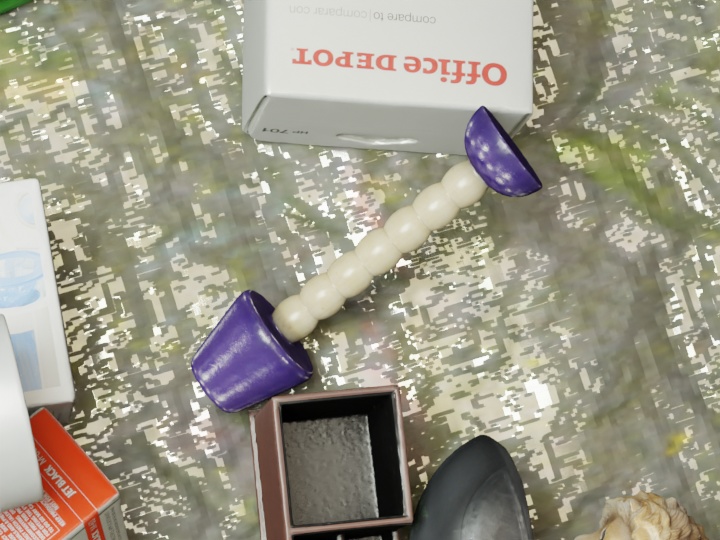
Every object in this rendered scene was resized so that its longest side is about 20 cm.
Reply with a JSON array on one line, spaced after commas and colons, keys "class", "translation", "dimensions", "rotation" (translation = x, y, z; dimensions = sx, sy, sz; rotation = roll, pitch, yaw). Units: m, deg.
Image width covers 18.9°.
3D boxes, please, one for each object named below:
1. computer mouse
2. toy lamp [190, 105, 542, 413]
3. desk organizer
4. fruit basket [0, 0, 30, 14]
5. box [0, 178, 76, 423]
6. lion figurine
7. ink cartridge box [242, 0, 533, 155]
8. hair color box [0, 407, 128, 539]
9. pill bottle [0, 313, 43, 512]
[{"class": "computer mouse", "translation": [0.059, 0.181, 1.069], "dimensions": [0.052, 0.139, 0.202], "rotation": [-5, 70, -14]}, {"class": "toy lamp", "translation": [0.000, 0.000, 1.095], "dimensions": [0.199, 0.058, 0.058], "rotation": [-37, 87, 10]}, {"class": "desk organizer", "translation": [-0.008, 0.162, 1.079], "dimensions": [0.071, 0.077, 0.202], "rotation": [-4, 80, -10]}, {"class": "fruit basket", "translation": [-0.184, -0.245, 1.100], "dimensions": [0.213, 0.156, 0.218], "rotation": [0, 90, 5]}, {"class": "box", "translation": [-0.246, 0.032, 1.050], "dimensions": [0.198, 0.101, 0.114], "rotation": [-10, 82, -11]}, {"class": "lion figurine", "translation": [0.167, 0.204, 1.078], "dimensions": [0.072, 0.122, 0.201], "rotation": [-27, 86, -14]}, {"class": "ink cartridge box", "translation": [0.015, -0.172, 1.142], "dimensions": [0.145, 0.086, 0.202], "rotation": [3, 78, -11]}, {"class": "hair color box", "translation": [-0.202, 0.166, 1.016], "dimensions": [0.200, 0.111, 0.064], "rotation": [-38, 70, -17]}, {"class": "pill bottle", "translation": [-0.243, 0.081, 0.934], "dimensions": [0.198, 0.112, 0.113], "rotation": [-12, 82, -12]}]
